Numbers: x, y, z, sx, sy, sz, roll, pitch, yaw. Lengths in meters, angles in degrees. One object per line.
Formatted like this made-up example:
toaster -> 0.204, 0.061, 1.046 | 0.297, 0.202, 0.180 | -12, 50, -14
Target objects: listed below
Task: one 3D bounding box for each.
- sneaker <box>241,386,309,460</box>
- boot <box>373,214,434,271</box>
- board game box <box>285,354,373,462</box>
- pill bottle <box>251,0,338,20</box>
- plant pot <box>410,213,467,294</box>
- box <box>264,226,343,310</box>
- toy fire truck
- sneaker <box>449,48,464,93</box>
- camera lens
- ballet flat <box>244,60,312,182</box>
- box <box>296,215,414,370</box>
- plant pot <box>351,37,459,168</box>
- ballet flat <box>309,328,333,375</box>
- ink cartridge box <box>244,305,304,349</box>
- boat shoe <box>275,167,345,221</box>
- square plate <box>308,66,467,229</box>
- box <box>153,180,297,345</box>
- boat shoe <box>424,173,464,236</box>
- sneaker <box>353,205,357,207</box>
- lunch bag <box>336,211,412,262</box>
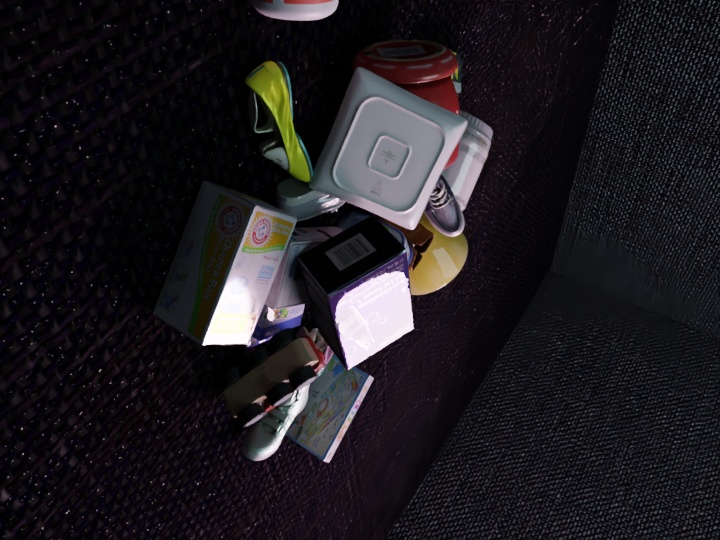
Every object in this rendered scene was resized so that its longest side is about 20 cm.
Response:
sneaker -> -0.165, 0.269, 1.132 | 0.201, 0.073, 0.120 | -49, 158, -50
boot -> 0.086, -0.108, 1.197 | 0.202, 0.154, 0.077 | -61, 154, -10
board game box -> -0.076, 0.291, 1.256 | 0.202, 0.133, 0.034 | -60, 154, -10
pill bottle -> -0.077, -0.408, 0.669 | 0.112, 0.111, 0.203 | -39, 144, -43
plant pot -> 0.125, -0.069, 1.304 | 0.201, 0.198, 0.142 | -56, 132, -18
box -> -0.089, -0.009, 0.969 | 0.199, 0.060, 0.119 | -7, 117, -59
toy fire truck -> -0.143, 0.177, 1.049 | 0.175, 0.130, 0.200 | -36, 164, 10
sneaker -> 0.164, -0.418, 1.193 | 0.200, 0.073, 0.086 | -30, 133, -64
camera lens -> 0.189, -0.238, 1.278 | 0.159, 0.158, 0.203 | 17, 97, -64
ballet flat -> -0.122, -0.203, 0.834 | 0.066, 0.067, 0.202 | -31, 141, -17
box -> -0.002, 0.040, 0.940 | 0.147, 0.104, 0.202 | -30, 139, -16
plant pot -> 0.074, -0.280, 0.978 | 0.200, 0.198, 0.185 | -41, 141, -41
ballet flat -> -0.077, 0.146, 1.203 | 0.072, 0.068, 0.200 | 68, 27, -15
ink cartridge box -> -0.141, 0.045, 1.029 | 0.119, 0.042, 0.203 | -17, 128, -57
boat shoe -> -0.061, -0.133, 0.983 | 0.199, 0.070, 0.072 | -24, 144, -34
square plate -> 0.044, -0.180, 0.901 | 0.200, 0.197, 0.029 | -64, -162, 20
box -> -0.189, -0.008, 0.814 | 0.112, 0.100, 0.203 | 14, 100, -65
boat shoe -> 0.149, -0.152, 1.157 | 0.074, 0.201, 0.093 | -33, -172, 7
sneaker -> 0.029, -0.182, 1.112 | 0.201, 0.083, 0.076 | -63, 139, -59
lunch bag -> 0.000, 0.000, 1.120 | 0.202, 0.159, 0.083 | -61, 154, -10
